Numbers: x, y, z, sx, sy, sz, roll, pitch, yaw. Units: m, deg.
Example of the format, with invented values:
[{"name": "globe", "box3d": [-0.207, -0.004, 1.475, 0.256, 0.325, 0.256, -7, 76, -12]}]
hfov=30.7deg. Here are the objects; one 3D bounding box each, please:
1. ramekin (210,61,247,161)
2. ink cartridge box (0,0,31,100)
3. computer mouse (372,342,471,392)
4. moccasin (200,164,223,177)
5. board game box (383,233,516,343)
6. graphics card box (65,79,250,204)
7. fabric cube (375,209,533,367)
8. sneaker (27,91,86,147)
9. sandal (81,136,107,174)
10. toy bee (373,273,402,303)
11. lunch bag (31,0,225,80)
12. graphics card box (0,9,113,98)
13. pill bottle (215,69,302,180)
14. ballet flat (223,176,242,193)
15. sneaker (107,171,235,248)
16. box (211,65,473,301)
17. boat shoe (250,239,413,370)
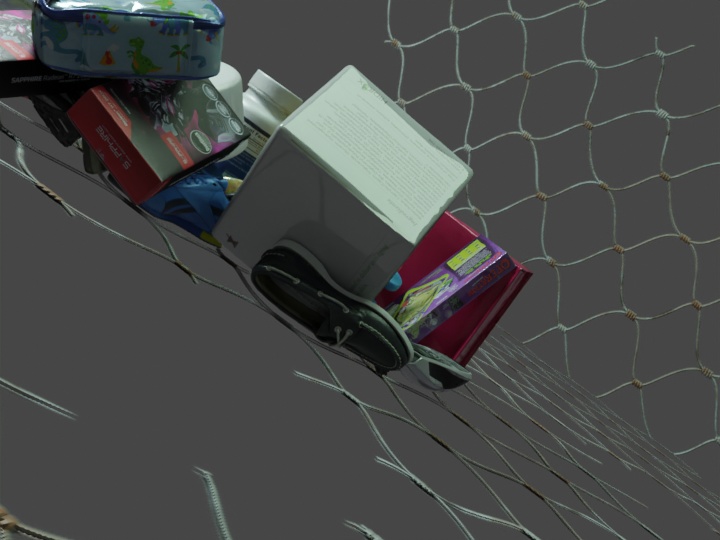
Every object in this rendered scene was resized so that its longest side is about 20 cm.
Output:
[{"name": "ramekin", "box3d": [-0.246, -0.216, 1.722, 0.200, 0.098, 0.201, 4, 24, -2]}, {"name": "ink cartridge box", "box3d": [-0.424, -0.338, 1.641, 0.146, 0.200, 0.083, 36, 5, 9]}, {"name": "computer mouse", "box3d": [0.058, 0.113, 1.571, 0.200, 0.044, 0.110, 23, 7, -42]}, {"name": "moccasin", "box3d": [-0.246, -0.143, 1.797, 0.080, 0.068, 0.200, 41, 2, -33]}, {"name": "board game box", "box3d": [0.100, 0.033, 1.699, 0.032, 0.200, 0.120, 53, 0, -13]}, {"name": "graphics card box", "box3d": [-0.218, -0.161, 1.449, 0.126, 0.051, 0.200, 52, 31, -1]}, {"name": "fabric cube", "box3d": [0.106, 0.019, 1.872, 0.199, 0.196, 0.200, 36, 4, 11]}, {"name": "sneaker", "box3d": [-0.344, -0.204, 1.534, 0.074, 0.079, 0.200, 61, -6, -27]}, {"name": "sandal", "box3d": [-0.275, -0.153, 1.509, 0.057, 0.080, 0.201, -6, 19, 3]}, {"name": "toy bee", "box3d": [0.000, 0.000, 1.683, 0.109, 0.131, 0.200, 42, 1, -9]}, {"name": "lunch bag", "box3d": [-0.255, -0.266, 1.421, 0.199, 0.083, 0.161, 0, 24, -18]}, {"name": "graphics card box", "box3d": [-0.378, -0.245, 1.471, 0.125, 0.051, 0.200, 37, 31, 30]}, {"name": "pill bottle", "box3d": [-0.175, -0.193, 1.943, 0.111, 0.200, 0.111, 35, 4, -3]}, {"name": "ballet flat", "box3d": [-0.131, -0.064, 1.867, 0.200, 0.071, 0.071, 32, 6, -18]}, {"name": "sneaker", "box3d": [-0.207, -0.092, 1.510, 0.066, 0.079, 0.200, 42, 9, 38]}, {"name": "box", "box3d": [-0.021, -0.078, 1.493, 0.200, 0.199, 0.171, 41, 44, 2]}, {"name": "boat shoe", "box3d": [-0.034, 0.051, 1.433, 0.200, 0.076, 0.060, 36, 47, 6]}]
